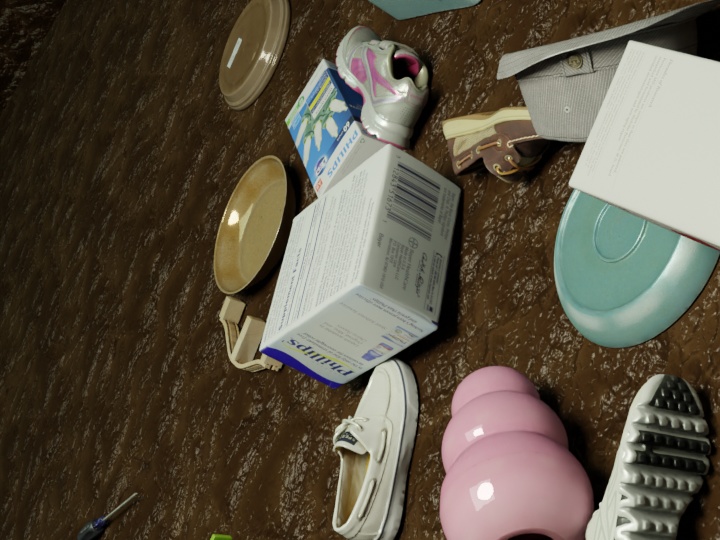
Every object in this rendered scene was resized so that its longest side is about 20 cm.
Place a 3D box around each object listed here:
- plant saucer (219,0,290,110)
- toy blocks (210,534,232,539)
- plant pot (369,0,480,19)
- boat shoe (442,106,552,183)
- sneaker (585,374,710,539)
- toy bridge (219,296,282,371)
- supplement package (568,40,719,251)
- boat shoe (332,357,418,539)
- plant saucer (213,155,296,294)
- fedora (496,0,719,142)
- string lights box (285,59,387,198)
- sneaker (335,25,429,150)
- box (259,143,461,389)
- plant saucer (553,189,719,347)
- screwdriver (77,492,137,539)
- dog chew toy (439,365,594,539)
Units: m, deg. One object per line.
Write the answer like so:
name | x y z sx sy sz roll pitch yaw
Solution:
plant saucer | -0.172 -0.350 1.951 0.200 0.029 0.200 -38 43 46
toy blocks | -0.159 0.423 1.398 0.137 0.100 0.200 39 107 49
plant pot | 0.040 -0.432 1.449 0.196 0.200 0.196 10 81 61
boat shoe | 0.152 -0.121 1.210 0.200 0.072 0.072 1 94 55
sneaker | 0.205 0.175 0.923 0.081 0.075 0.200 -16 58 67
toy bridge | -0.149 0.094 1.634 0.200 0.027 0.067 34 104 61
supplement package | 0.271 -0.072 0.873 0.200 0.121 0.120 31 101 53
boat shoe | 0.007 0.178 1.260 0.071 0.070 0.200 -23 51 53
plant saucer | -0.140 -0.059 1.705 0.200 0.035 0.201 -37 43 45
fedora | 0.217 -0.161 1.050 0.200 0.177 0.091 -11 97 20
string lights box | -0.026 -0.170 1.549 0.103 0.059 0.200 -56 32 23
sneaker | 0.036 -0.235 1.469 0.088 0.081 0.200 -52 42 29
box | 0.000 0.000 1.325 0.200 0.105 0.184 -34 35 48
plant saucer | 0.228 -0.034 1.053 0.200 0.027 0.201 -38 42 44
screwdriver | -0.379 0.370 1.872 0.200 0.028 0.029 -42 10 39
dog chew toy | 0.122 0.158 1.030 0.125 0.124 0.200 -52 26 30
